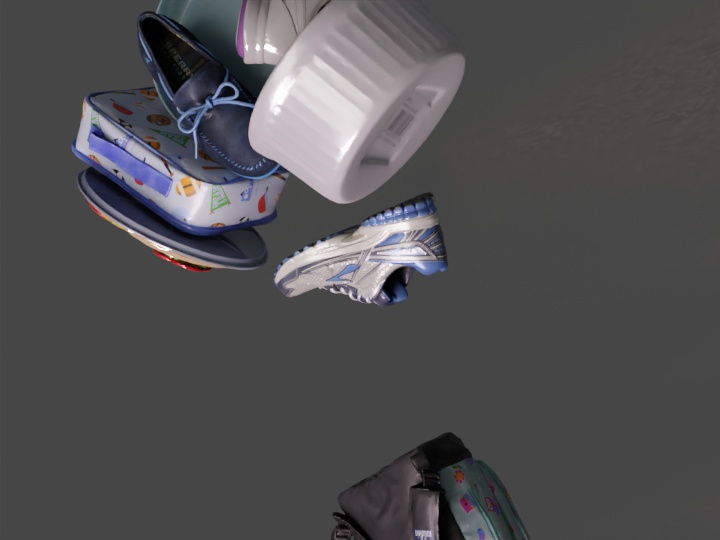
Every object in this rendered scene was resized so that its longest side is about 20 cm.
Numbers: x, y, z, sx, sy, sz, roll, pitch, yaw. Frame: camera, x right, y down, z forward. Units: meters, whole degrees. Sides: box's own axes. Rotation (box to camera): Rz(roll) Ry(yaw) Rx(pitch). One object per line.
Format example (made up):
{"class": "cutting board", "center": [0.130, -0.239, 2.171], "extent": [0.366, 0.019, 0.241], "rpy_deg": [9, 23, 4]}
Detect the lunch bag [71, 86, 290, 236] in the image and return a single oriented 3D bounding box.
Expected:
{"class": "lunch bag", "center": [-0.179, -0.109, 1.824], "extent": [0.200, 0.160, 0.076], "rpy_deg": [33, 118, 26]}

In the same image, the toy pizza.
{"class": "toy pizza", "center": [-0.184, -0.044, 1.817], "extent": [0.200, 0.200, 0.032], "rpy_deg": [34, 107, 27]}

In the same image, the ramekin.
{"class": "ramekin", "center": [0.003, -0.154, 1.655], "extent": [0.098, 0.200, 0.201], "rpy_deg": [41, 122, 14]}

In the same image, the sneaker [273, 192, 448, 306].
{"class": "sneaker", "center": [0.000, 0.000, 1.768], "extent": [0.199, 0.077, 0.086], "rpy_deg": [-23, 91, 39]}

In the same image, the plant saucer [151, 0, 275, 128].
{"class": "plant saucer", "center": [-0.110, -0.219, 1.796], "extent": [0.199, 0.027, 0.202], "rpy_deg": [-3, 82, 25]}

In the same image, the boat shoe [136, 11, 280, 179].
{"class": "boat shoe", "center": [-0.152, -0.161, 1.749], "extent": [0.084, 0.069, 0.200], "rpy_deg": [-47, 67, -2]}

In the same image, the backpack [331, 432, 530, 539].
{"class": "backpack", "center": [0.084, 0.262, 1.733], "extent": [0.167, 0.126, 0.201], "rpy_deg": [-39, 77, 49]}

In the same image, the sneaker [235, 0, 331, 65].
{"class": "sneaker", "center": [-0.050, -0.266, 1.716], "extent": [0.099, 0.075, 0.201], "rpy_deg": [10, 65, 3]}
